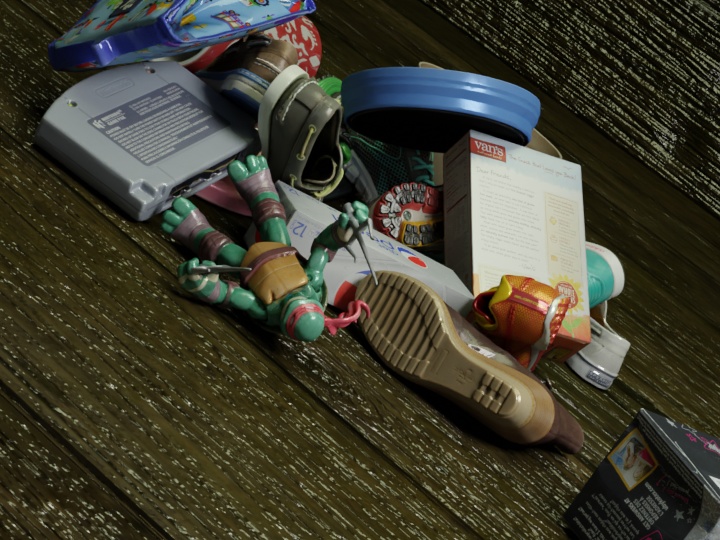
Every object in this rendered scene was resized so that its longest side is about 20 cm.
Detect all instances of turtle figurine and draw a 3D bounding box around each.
[{"bbox_3d":[-0.070,-0.005,1.363,0.149,0.101,0.200,-20,39,-19],"label":"turtle figurine"}]

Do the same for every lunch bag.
[{"bbox_3d":[-0.162,-0.215,1.522,0.200,0.150,0.095,-41,117,-45],"label":"lunch bag"}]

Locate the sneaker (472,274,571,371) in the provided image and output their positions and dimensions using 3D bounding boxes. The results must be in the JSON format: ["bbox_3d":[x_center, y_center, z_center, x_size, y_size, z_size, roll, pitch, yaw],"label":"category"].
[{"bbox_3d":[0.135,0.043,1.571,0.077,0.073,0.200,26,-18,6],"label":"sneaker"}]

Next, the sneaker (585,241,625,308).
[{"bbox_3d":[0.159,0.011,1.842,0.120,0.084,0.199,-21,20,-40],"label":"sneaker"}]

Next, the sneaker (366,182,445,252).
[{"bbox_3d":[0.078,-0.055,1.791,0.199,0.079,0.082,1,-10,-37],"label":"sneaker"}]

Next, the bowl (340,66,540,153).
[{"bbox_3d":[0.078,-0.154,1.765,0.198,0.040,0.201,6,-9,1],"label":"bowl"}]

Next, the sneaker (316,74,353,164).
[{"bbox_3d":[-0.044,-0.138,1.819,0.085,0.078,0.200,46,24,-1],"label":"sneaker"}]

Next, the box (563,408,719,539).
[{"bbox_3d":[0.280,0.212,1.376,0.199,0.115,0.132,22,20,-35],"label":"box"}]

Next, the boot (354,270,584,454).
[{"bbox_3d":[0.092,0.085,1.522,0.200,0.073,0.166,40,3,28],"label":"boot"}]

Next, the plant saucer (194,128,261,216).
[{"bbox_3d":[-0.152,-0.125,1.655,0.200,0.051,0.201,32,15,-9],"label":"plant saucer"}]

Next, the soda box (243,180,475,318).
[{"bbox_3d":[0.000,0.000,1.552,0.199,0.064,0.068,26,14,-28],"label":"soda box"}]

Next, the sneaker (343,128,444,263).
[{"bbox_3d":[0.047,-0.096,1.872,0.201,0.091,0.077,54,19,26],"label":"sneaker"}]

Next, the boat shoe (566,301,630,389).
[{"bbox_3d":[0.233,0.047,1.889,0.071,0.070,0.200,27,16,-22],"label":"boat shoe"}]

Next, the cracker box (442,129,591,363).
[{"bbox_3d":[0.149,-0.023,1.722,0.133,0.058,0.202,16,58,-24],"label":"cracker box"}]

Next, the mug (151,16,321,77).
[{"bbox_3d":[-0.152,-0.276,1.988,0.178,0.134,0.199,45,15,32],"label":"mug"}]

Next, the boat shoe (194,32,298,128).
[{"bbox_3d":[-0.095,-0.176,1.617,0.072,0.073,0.200,37,-5,-20],"label":"boat shoe"}]

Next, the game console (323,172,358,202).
[{"bbox_3d":[-0.091,-0.131,1.846,0.176,0.031,0.200,36,15,9],"label":"game console"}]

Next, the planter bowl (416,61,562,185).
[{"bbox_3d":[0.117,-0.131,2.084,0.199,0.135,0.200,31,15,-9],"label":"planter bowl"}]

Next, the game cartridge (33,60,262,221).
[{"bbox_3d":[-0.179,-0.116,1.499,0.133,0.041,0.200,40,32,10],"label":"game cartridge"}]

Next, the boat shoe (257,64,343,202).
[{"bbox_3d":[-0.049,-0.095,1.561,0.060,0.072,0.202,34,-26,18],"label":"boat shoe"}]
